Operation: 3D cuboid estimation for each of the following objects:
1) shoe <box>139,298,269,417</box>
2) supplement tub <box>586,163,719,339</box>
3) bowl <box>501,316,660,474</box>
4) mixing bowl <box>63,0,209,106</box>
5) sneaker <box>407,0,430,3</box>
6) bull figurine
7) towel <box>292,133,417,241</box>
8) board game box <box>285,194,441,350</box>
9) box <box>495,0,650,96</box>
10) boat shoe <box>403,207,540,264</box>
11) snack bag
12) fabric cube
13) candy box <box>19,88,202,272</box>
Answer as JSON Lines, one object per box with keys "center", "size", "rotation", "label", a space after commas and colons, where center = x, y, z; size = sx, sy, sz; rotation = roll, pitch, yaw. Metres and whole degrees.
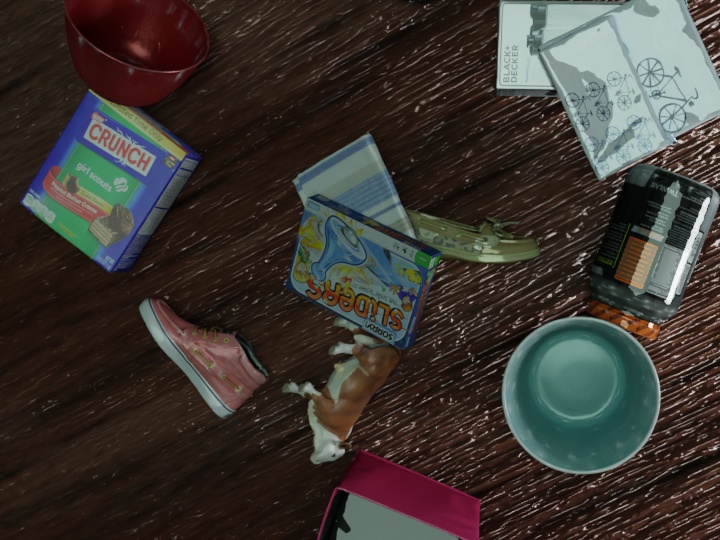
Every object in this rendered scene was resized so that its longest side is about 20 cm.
{"center": [-0.216, 0.101, 1.369], "size": [0.091, 0.071, 0.201], "rotation": [-38, 93, 6], "label": "shoe"}
{"center": [0.370, -0.024, 1.256], "size": [0.120, 0.122, 0.204], "rotation": [21, 96, 6], "label": "supplement tub"}
{"center": [0.284, 0.150, 1.280], "size": [0.196, 0.105, 0.206], "rotation": [2, 99, 10], "label": "bowl"}
{"center": [-0.311, -0.295, 1.315], "size": [0.199, 0.200, 0.109], "rotation": [36, 131, 4], "label": "mixing bowl"}
{"center": [0.111, -0.411, 1.306], "size": [0.195, 0.072, 0.074], "rotation": [-5, 58, 14], "label": "sneaker"}
{"center": [-0.028, 0.164, 1.339], "size": [0.121, 0.065, 0.202], "rotation": [36, 89, -28], "label": "bull figurine"}
{"center": [0.000, -0.067, 1.324], "size": [0.145, 0.024, 0.203], "rotation": [-27, 87, 33], "label": "towel"}
{"center": [0.000, 0.000, 1.304], "size": [0.197, 0.034, 0.138], "rotation": [25, 113, 23], "label": "board game box"}
{"center": [0.276, -0.290, 1.286], "size": [0.195, 0.060, 0.120], "rotation": [4, 93, 7], "label": "box"}
{"center": [0.143, -0.046, 1.309], "size": [0.195, 0.073, 0.064], "rotation": [4, 96, 8], "label": "boat shoe"}
{"center": [0.351, -0.242, 1.238], "size": [0.197, 0.021, 0.192], "rotation": [-25, 89, 8], "label": "snack bag"}
{"center": [0.037, 0.382, 1.283], "size": [0.193, 0.199, 0.204], "rotation": [20, 95, 5], "label": "fabric cube"}
{"center": [-0.347, -0.128, 1.368], "size": [0.168, 0.077, 0.202], "rotation": [35, 95, 5], "label": "candy box"}
